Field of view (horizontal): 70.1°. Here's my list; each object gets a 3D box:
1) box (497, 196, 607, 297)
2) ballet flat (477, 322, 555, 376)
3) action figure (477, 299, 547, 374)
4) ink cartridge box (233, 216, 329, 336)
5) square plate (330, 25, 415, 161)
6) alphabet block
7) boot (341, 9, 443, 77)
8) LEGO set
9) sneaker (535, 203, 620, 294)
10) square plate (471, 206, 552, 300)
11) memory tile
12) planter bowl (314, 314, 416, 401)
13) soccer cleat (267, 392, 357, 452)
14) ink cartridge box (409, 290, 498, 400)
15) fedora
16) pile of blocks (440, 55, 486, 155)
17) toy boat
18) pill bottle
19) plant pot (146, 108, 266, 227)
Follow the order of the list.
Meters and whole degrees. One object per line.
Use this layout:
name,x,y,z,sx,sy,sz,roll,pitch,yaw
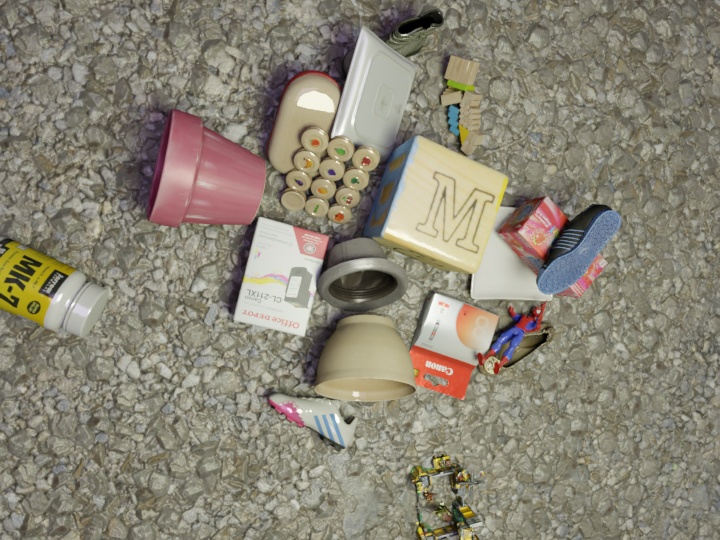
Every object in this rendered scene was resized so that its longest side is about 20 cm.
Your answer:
box,0.399,-0.047,1.073,0.200,0.095,0.100,44,84,-10
ballet flat,0.350,0.174,1.139,0.197,0.046,0.068,-25,96,-10
action figure,0.330,0.120,1.092,0.199,0.065,0.100,-34,135,-32
ink cartridge box,-0.155,0.014,1.007,0.143,0.083,0.204,14,89,-13
square plate,0.036,-0.324,0.981,0.197,0.028,0.203,3,107,-55
alphabet block,0.139,-0.122,1.010,0.197,0.195,0.200,20,90,-11
boot,0.058,-0.451,1.009,0.198,0.131,0.069,-28,97,-9
LEGO set,0.185,0.508,1.080,0.151,0.116,0.204,1,92,-12
sneaker,0.413,-0.042,0.998,0.070,0.078,0.201,37,106,-13
square plate,0.335,-0.037,1.129,0.196,0.028,0.202,2,92,-12
memory tile,-0.063,-0.173,0.981,0.151,0.201,0.017,18,47,-12
planter bowl,0.011,0.169,1.008,0.196,0.201,0.137,7,64,-12
soccer cleat,-0.093,0.286,1.045,0.199,0.070,0.087,36,75,-16
ink cartridge box,0.192,0.165,1.104,0.160,0.050,0.203,19,85,-12
fedora,0.000,0.000,1.012,0.175,0.200,0.092,-22,61,22
pile of blocks,0.222,-0.350,1.094,0.062,0.081,0.204,-23,111,-53
toy boat,-0.106,-0.288,0.989,0.128,0.132,0.202,8,130,-23
pill bottle,-0.564,0.033,0.907,0.198,0.114,0.116,26,87,-12
plant pot,-0.275,-0.166,0.931,0.176,0.199,0.204,13,90,-28
